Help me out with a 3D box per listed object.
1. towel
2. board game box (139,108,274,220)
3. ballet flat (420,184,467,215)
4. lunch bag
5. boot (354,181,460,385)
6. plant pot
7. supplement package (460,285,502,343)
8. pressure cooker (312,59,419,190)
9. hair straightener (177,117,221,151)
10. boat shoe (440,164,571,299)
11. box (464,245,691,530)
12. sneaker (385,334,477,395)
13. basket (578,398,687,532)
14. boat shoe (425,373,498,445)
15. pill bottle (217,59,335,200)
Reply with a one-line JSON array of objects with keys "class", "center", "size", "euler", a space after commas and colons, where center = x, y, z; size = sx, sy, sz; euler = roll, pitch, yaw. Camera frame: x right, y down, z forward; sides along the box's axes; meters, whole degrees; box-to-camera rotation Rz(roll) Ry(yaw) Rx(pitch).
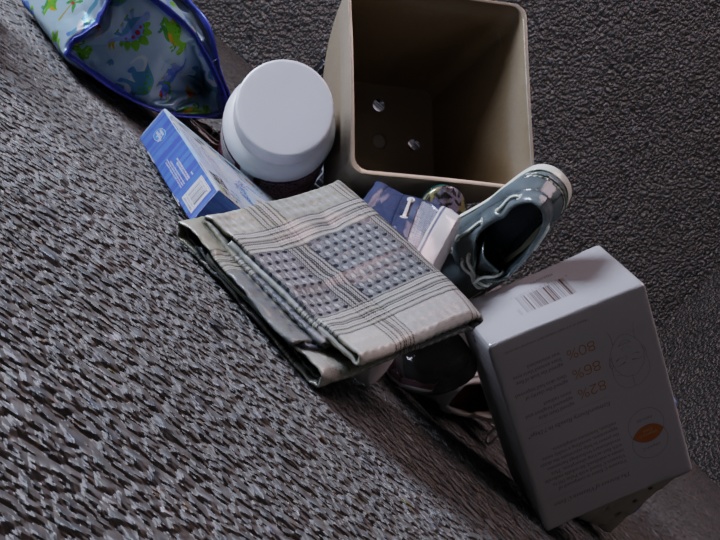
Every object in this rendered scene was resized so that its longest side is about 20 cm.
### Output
[{"class": "towel", "center": [-0.022, 0.000, 1.116], "size": [0.199, 0.035, 0.193], "euler": [-18, 55, -45]}, {"class": "board game box", "center": [-0.100, -0.043, 1.275], "size": [0.199, 0.043, 0.200], "euler": [39, 7, -33]}, {"class": "ballet flat", "center": [0.074, 0.013, 1.381], "size": [0.071, 0.202, 0.072], "euler": [10, 33, -7]}, {"class": "lunch bag", "center": [-0.231, -0.247, 1.448], "size": [0.200, 0.128, 0.170], "euler": [36, 9, -42]}, {"class": "boot", "center": [0.012, 0.009, 1.221], "size": [0.090, 0.201, 0.073], "euler": [23, -40, 10]}, {"class": "plant pot", "center": [0.051, -0.162, 1.453], "size": [0.198, 0.202, 0.177], "euler": [4, -16, -20]}, {"class": "supplement package", "center": [0.115, 0.063, 1.551], "size": [0.109, 0.114, 0.200], "euler": [41, 8, 1]}, {"class": "pressure cooker", "center": [-0.029, -0.167, 1.800], "size": [0.179, 0.200, 0.176], "euler": [47, 8, 33]}, {"class": "hair straightener", "center": [-0.173, -0.139, 1.528], "size": [0.199, 0.041, 0.077], "euler": [37, 7, -10]}, {"class": "boat shoe", "center": [0.113, -0.019, 1.273], "size": [0.073, 0.200, 0.062], "euler": [42, 36, -6]}, {"class": "box", "center": [0.195, 0.107, 1.269], "size": [0.106, 0.151, 0.202], "euler": [-123, -167, -67]}, {"class": "sneaker", "center": [0.029, 0.031, 1.285], "size": [0.200, 0.075, 0.116], "euler": [36, -29, 53]}, {"class": "basket", "center": [0.256, 0.159, 1.490], "size": [0.139, 0.176, 0.201], "euler": [34, 21, -29]}, {"class": "boat shoe", "center": [0.129, 0.129, 1.384], "size": [0.086, 0.075, 0.202], "euler": [46, 10, 32]}, {"class": "pill bottle", "center": [-0.086, -0.136, 1.401], "size": [0.114, 0.114, 0.200], "euler": [42, -13, 0]}]
